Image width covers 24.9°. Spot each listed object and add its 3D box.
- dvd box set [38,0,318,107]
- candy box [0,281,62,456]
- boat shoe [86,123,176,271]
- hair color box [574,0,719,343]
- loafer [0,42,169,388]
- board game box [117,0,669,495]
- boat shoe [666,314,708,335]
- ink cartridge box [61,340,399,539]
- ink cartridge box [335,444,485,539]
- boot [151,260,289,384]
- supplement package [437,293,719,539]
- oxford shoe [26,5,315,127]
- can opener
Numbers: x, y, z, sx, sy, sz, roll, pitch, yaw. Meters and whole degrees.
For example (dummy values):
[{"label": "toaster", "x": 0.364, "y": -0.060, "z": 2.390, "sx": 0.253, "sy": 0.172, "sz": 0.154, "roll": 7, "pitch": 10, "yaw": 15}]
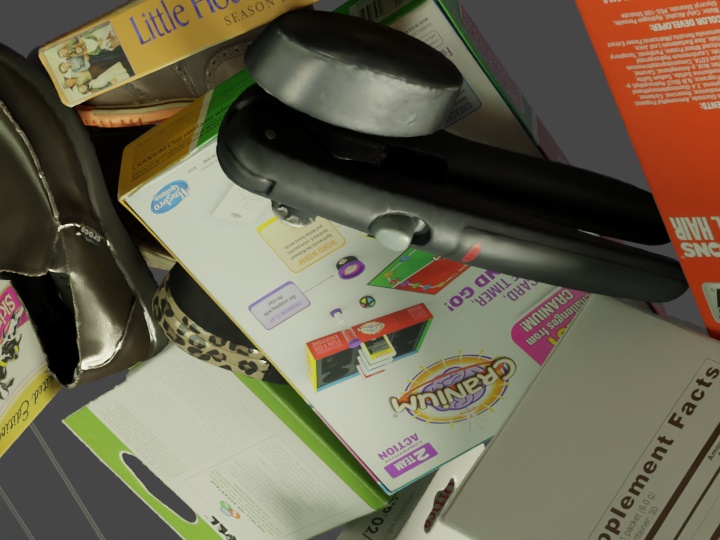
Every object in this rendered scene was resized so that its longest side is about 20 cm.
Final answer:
[{"label": "dvd box set", "x": -0.011, "y": -0.125, "z": 0.629, "sx": 0.199, "sy": 0.146, "sz": 0.030, "roll": -16, "pitch": 104, "yaw": 36}, {"label": "candy box", "x": -0.265, "y": 0.015, "z": 0.995, "sx": 0.061, "sy": 0.137, "sz": 0.201, "roll": -3, "pitch": 128, "yaw": 41}, {"label": "boat shoe", "x": -0.142, "y": -0.043, "z": 0.901, "sx": 0.199, "sy": 0.072, "sz": 0.065, "roll": 23, "pitch": 152, "yaw": 17}, {"label": "hair color box", "x": 0.144, "y": -0.083, "z": 0.602, "sx": 0.064, "sy": 0.111, "sz": 0.201, "roll": -2, "pitch": 127, "yaw": 40}, {"label": "loafer", "x": -0.165, "y": -0.025, "z": 0.817, "sx": 0.073, "sy": 0.071, "sz": 0.201, "roll": -10, "pitch": 117, "yaw": 46}, {"label": "board game box", "x": 0.019, "y": -0.010, "z": 0.686, "sx": 0.152, "sy": 0.040, "sz": 0.200, "roll": -30, "pitch": 122, "yaw": 15}, {"label": "boat shoe", "x": 0.089, "y": 0.048, "z": 0.815, "sx": 0.199, "sy": 0.060, "sz": 0.074, "roll": 18, "pitch": 139, "yaw": 24}, {"label": "ink cartridge box", "x": -0.071, "y": 0.088, "z": 0.969, "sx": 0.148, "sy": 0.076, "sz": 0.200, "roll": 45, "pitch": 142, "yaw": -11}, {"label": "ink cartridge box", "x": 0.037, "y": 0.187, "z": 0.952, "sx": 0.067, "sy": 0.115, "sz": 0.201, "roll": 8, "pitch": 132, "yaw": 31}, {"label": "boot", "x": 0.000, "y": 0.000, "z": 0.789, "sx": 0.199, "sy": 0.074, "sz": 0.151, "roll": 8, "pitch": 149, "yaw": -18}, {"label": "supplement package", "x": 0.153, "y": 0.117, "z": 0.628, "sx": 0.199, "sy": 0.120, "sz": 0.121, "roll": 25, "pitch": 160, "yaw": 37}, {"label": "oxford shoe", "x": -0.094, "y": -0.109, "z": 0.811, "sx": 0.199, "sy": 0.071, "sz": 0.073, "roll": 8, "pitch": 107, "yaw": 34}, {"label": "can opener", "x": 0.040, "y": -0.028, "z": 0.607, "sx": 0.199, "sy": 0.064, "sz": 0.079, "roll": 22, "pitch": 151, "yaw": -20}]
